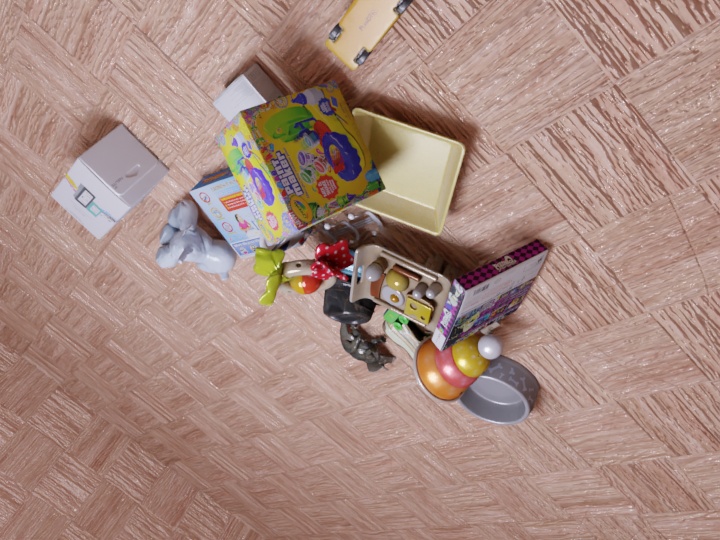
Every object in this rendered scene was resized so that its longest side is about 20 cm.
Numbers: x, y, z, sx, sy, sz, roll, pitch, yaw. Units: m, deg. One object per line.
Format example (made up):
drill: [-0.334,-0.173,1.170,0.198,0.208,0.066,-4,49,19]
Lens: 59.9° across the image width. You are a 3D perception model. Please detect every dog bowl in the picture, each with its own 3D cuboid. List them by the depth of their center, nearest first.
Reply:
dog bowl: [0.303,0.276,1.421,0.200,0.059,0.200,18,139,17]

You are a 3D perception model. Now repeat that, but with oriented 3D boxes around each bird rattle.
bird rattle: [-0.107,0.001,1.227,0.200,0.113,0.163,-15,160,1]

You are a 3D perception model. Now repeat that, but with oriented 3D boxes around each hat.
hat: [-0.027,0.073,1.350,0.200,0.081,0.201,16,168,3]

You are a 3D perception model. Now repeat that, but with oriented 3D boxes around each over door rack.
over door rack: [-0.070,-0.124,1.231,0.148,0.067,0.200,-18,121,42]

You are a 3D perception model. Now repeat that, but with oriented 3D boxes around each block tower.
block tower: [0.201,0.047,1.248,0.200,0.054,0.058,37,142,-8]

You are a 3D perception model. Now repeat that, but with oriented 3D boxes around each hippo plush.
hippo plush: [-0.362,-0.068,1.450,0.161,0.160,0.200,18,167,-34]

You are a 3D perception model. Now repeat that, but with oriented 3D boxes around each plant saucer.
plant saucer: [0.074,-0.179,1.091,0.200,0.048,0.200,21,136,11]

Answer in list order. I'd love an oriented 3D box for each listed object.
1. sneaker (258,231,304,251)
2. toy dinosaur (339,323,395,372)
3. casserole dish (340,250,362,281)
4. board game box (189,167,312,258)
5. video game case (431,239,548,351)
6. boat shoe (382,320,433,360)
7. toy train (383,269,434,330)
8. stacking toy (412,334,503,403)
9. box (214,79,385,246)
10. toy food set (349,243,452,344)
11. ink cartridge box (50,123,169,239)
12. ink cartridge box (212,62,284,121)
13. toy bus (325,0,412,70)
sneaker: [-0.162,-0.114,1.225,0.115,0.080,0.199,54,142,10]
toy dinosaur: [-0.003,0.182,1.504,0.200,0.077,0.102,30,134,-4]
casserole dish: [0.000,0.000,1.293,0.200,0.039,0.121,16,163,6]
board game box: [-0.235,-0.128,1.340,0.200,0.056,0.196,-9,126,38]
video game case: [0.231,0.046,1.127,0.036,0.200,0.181,50,150,29]
boat shoe: [0.144,0.165,1.404,0.200,0.072,0.076,39,125,-11]
toy train: [0.101,0.055,1.249,0.056,0.042,0.200,40,141,6]
stacking toy: [0.215,0.181,1.281,0.146,0.146,0.200,40,142,-11]
box: [-0.098,-0.177,1.034,0.122,0.192,0.200,-17,101,57]
toy food set: [0.073,0.048,1.183,0.200,0.060,0.144,27,136,20]
ink cartridge box: [-0.562,-0.197,1.404,0.146,0.147,0.200,47,138,-17]
ink cartridge box: [-0.165,-0.269,1.154,0.109,0.050,0.200,-23,118,44]
toy bus: [0.030,-0.380,0.888,0.065,0.078,0.200,39,140,-11]
